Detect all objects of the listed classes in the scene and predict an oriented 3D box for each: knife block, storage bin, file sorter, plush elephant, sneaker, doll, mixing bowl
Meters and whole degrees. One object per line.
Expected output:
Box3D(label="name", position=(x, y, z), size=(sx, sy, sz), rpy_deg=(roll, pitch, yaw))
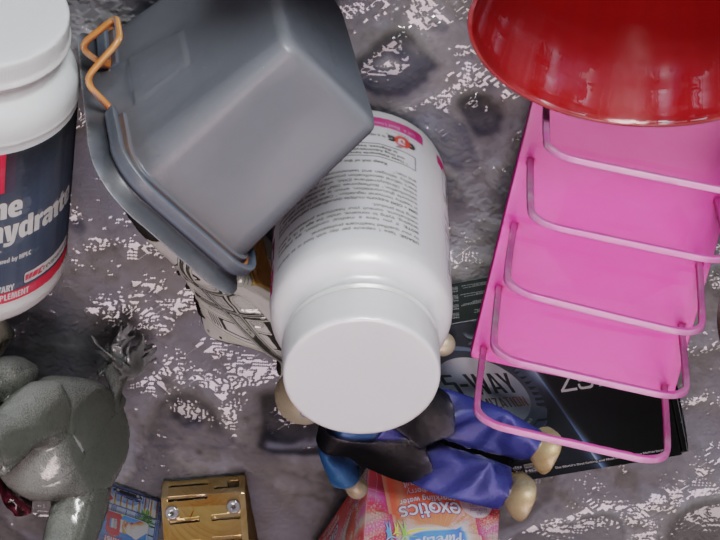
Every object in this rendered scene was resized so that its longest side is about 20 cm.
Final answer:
Box3D(label="knife block", position=(-0.102, 0.257, 1.808), size=(0.064, 0.176, 0.200), rpy_deg=(-5, 85, 2))
Box3D(label="storage bin", position=(-0.081, -0.112, 1.417), size=(0.134, 0.200, 0.146), rpy_deg=(-39, 120, 15))
Box3D(label="file sorter", position=(0.157, 0.003, 1.508), size=(0.139, 0.125, 0.200), rpy_deg=(12, 114, -1))
Box3D(label="plush elephant", position=(-0.246, 0.110, 1.624), size=(0.155, 0.200, 0.165), rpy_deg=(0, 133, 30))
Box3D(label="sneaker", position=(-0.091, 0.008, 1.582), size=(0.200, 0.076, 0.088), rpy_deg=(38, 131, -20))
Box3D(label="doll", position=(0.034, 0.103, 1.614), size=(0.200, 0.048, 0.136), rpy_deg=(18, 111, -20))
Box3D(label="mixing bowl", position=(0.167, -0.179, 1.388), size=(0.200, 0.108, 0.200), rpy_deg=(7, 154, 3))

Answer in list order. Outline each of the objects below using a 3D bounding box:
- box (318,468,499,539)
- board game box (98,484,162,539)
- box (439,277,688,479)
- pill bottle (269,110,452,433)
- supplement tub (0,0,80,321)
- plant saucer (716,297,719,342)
Box3D(label="box", position=(0.019, 0.231, 1.723), size=(0.103, 0.095, 0.200), rpy_deg=(15, 145, -12))
Box3D(label="board game box", position=(-0.214, 0.292, 1.735), size=(0.062, 0.200, 0.200), rpy_deg=(21, 126, -18))
Box3D(label="box", position=(0.117, 0.074, 1.658), size=(0.200, 0.044, 0.160), rpy_deg=(-10, 129, 8))
Box3D(label="pill bottle", position=(0.000, 0.000, 1.494), size=(0.113, 0.200, 0.113), rpy_deg=(0, 129, 0))
Box3D(label="supplement tub", position=(-0.245, -0.079, 1.466), size=(0.140, 0.140, 0.200), rpy_deg=(5, 130, -5))
Box3D(label="plant saucer", position=(0.279, -0.022, 1.510), size=(0.032, 0.200, 0.200), rpy_deg=(30, 133, 22))
